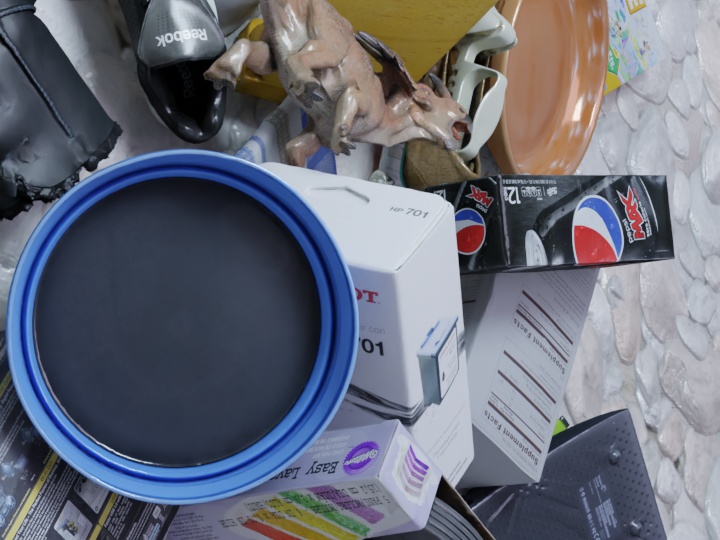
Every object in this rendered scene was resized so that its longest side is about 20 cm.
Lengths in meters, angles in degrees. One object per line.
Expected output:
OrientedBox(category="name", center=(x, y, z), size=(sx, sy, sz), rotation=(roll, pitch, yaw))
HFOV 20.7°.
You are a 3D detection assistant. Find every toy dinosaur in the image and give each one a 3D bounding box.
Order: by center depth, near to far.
OrientedBox(category="toy dinosaur", center=(-0.020, -0.133, 1.265), size=(0.200, 0.086, 0.136), rotation=(57, 44, -31))

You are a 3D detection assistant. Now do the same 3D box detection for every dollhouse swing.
OrientedBox(category="dollhouse swing", center=(0.008, -0.236, 1.375), size=(0.181, 0.200, 0.176), rotation=(11, 49, -40))

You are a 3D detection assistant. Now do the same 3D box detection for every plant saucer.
OrientedBox(category="plant saucer", center=(0.142, -0.160, 1.562), size=(0.200, 0.037, 0.201), rotation=(-30, 125, -55))

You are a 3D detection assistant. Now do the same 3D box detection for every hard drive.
OrientedBox(category="hard drive", center=(0.134, 0.198, 1.469), size=(0.200, 0.042, 0.135), rotation=(-31, 114, -26))

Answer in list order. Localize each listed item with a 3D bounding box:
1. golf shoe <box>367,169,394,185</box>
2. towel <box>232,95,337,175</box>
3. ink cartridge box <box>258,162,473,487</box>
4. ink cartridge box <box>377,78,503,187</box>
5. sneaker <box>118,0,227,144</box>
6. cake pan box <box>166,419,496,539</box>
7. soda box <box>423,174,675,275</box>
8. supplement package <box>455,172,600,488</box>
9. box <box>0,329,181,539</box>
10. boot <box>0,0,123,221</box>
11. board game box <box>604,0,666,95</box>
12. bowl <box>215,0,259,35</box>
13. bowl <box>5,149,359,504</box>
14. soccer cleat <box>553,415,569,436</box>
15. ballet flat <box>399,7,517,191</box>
OrientedBox(category="golf shoe", center=(0.000, 0.000, 1.394), size=(0.078, 0.097, 0.200), rotation=(47, 22, -16))
OrientedBox(category="towel", center=(-0.068, -0.026, 1.310), size=(0.200, 0.024, 0.147), rotation=(-54, 148, -43))
OrientedBox(category="ink cartridge box", center=(-0.014, 0.047, 1.250), size=(0.086, 0.146, 0.201), rotation=(-50, 143, -44))
OrientedBox(category="ink cartridge box", center=(0.064, -0.138, 1.546), size=(0.161, 0.050, 0.201), rotation=(16, 87, -48))
OrientedBox(category="sneaker", center=(-0.119, -0.167, 1.240), size=(0.091, 0.066, 0.201), rotation=(-120, -165, -63))
OrientedBox(category="cake pan box", center=(-0.006, 0.179, 1.236), size=(0.184, 0.199, 0.052), rotation=(52, 43, -32))
OrientedBox(category="soda box", center=(0.136, -0.033, 1.383), size=(0.200, 0.071, 0.064), rotation=(-3, 87, -47))
OrientedBox(category="supplement package", center=(0.084, 0.047, 1.447), size=(0.110, 0.113, 0.201), rotation=(43, 54, -35))
OrientedBox(category="box", center=(-0.197, 0.158, 1.125), size=(0.161, 0.049, 0.200), rotation=(52, 44, -30))
OrientedBox(category="boot", center=(-0.197, -0.139, 1.187), size=(0.198, 0.073, 0.163), rotation=(-48, 115, -38))
OrientedBox(category="board game box", center=(0.196, -0.260, 1.734), size=(0.134, 0.034, 0.201), rotation=(-33, 106, -50))
OrientedBox(category="bowl", center=(-0.096, -0.263, 1.331), size=(0.201, 0.090, 0.202), rotation=(18, 67, -48))
OrientedBox(category="bowl", center=(-0.102, 0.031, 1.126), size=(0.200, 0.039, 0.202), rotation=(-1, 94, -12))
OrientedBox(category="soccer cleat", center=(0.153, 0.196, 1.546), size=(0.081, 0.067, 0.200), rotation=(-43, 120, -22))
OrientedBox(category="ballet flat", center=(0.076, -0.146, 1.442), size=(0.068, 0.072, 0.201), rotation=(31, 61, -45))
